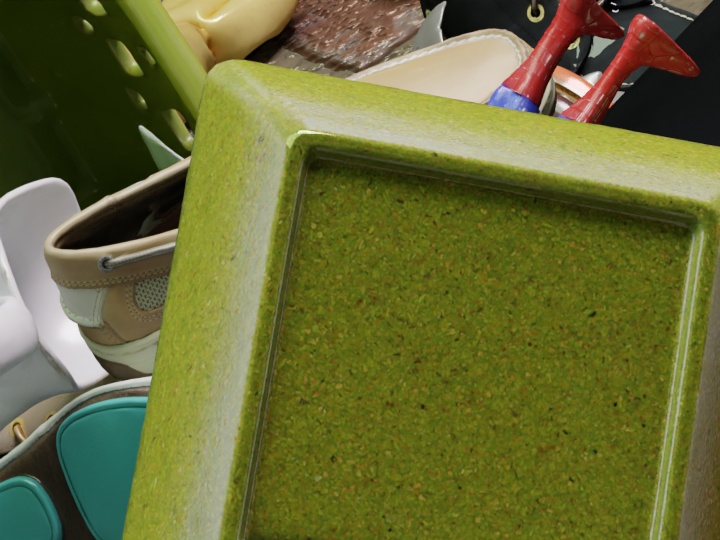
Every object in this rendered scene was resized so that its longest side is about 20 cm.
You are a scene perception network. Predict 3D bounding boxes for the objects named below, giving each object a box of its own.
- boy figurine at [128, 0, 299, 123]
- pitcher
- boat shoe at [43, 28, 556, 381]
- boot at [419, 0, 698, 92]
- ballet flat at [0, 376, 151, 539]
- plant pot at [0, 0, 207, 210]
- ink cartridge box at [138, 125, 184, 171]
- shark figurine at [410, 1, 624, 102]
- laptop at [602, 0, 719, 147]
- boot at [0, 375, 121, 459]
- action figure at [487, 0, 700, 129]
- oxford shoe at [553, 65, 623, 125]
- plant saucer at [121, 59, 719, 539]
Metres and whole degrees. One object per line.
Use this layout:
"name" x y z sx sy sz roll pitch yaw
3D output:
"boy figurine" -0.090 -0.143 1.546 0.124 0.065 0.200 -8 30 32
"pitcher" -0.199 0.048 1.082 0.199 0.122 0.172 -24 5 10
"boat shoe" -0.022 -0.037 1.025 0.199 0.076 0.072 -33 39 -6
"boot" 0.076 -0.138 1.269 0.073 0.154 0.203 -40 28 -21
"ballet flat" -0.094 0.080 1.057 0.200 0.070 0.070 -26 23 38
"plant pot" -0.173 -0.040 1.307 0.199 0.201 0.181 -36 20 -11
"ink cartridge box" 0.000 0.000 1.116 0.059 0.104 0.200 -38 40 -14
"shark figurine" 0.059 -0.073 1.188 0.214 0.128 0.090 -15 71 35
"laptop" 0.190 -0.026 1.017 0.177 0.200 0.103 -45 -7 -29
"boot" -0.123 0.079 1.167 0.199 0.073 0.155 -29 19 -14
"action figure" 0.053 0.012 0.979 0.200 0.099 0.065 -53 40 -3
"oxford shoe" 0.081 -0.020 1.081 0.200 0.071 0.073 35 68 30
"plant saucer" 0.033 0.039 0.892 0.199 0.201 0.048 10 -11 -3
